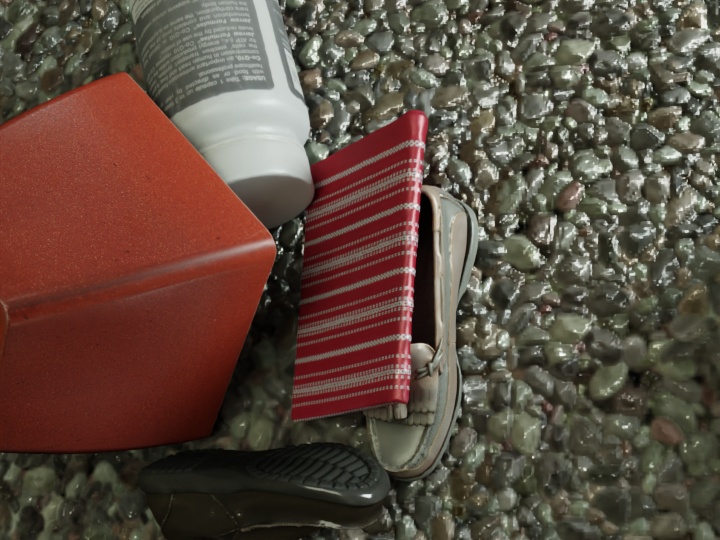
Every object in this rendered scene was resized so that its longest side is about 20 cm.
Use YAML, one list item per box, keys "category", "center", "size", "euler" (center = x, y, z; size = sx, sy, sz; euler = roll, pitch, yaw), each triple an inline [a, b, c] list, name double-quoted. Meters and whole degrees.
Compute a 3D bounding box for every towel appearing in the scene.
- category: "towel"
  center: [0.000, 0.000, 0.928]
  size: [0.145, 0.022, 0.201]
  euler: [-21, 61, 57]

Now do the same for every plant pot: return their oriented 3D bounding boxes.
- category: "plant pot"
  center: [-0.205, 0.010, 0.925]
  size: [0.200, 0.176, 0.200]
  euler: [47, 133, 27]

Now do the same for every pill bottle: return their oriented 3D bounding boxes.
- category: "pill bottle"
  center: [-0.102, -0.135, 1.003]
  size: [0.113, 0.113, 0.200]
  euler: [-22, 67, 17]

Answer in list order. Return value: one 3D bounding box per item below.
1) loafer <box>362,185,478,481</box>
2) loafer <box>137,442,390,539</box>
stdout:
- category: "loafer"
  center: [0.033, 0.040, 0.919]
  size: [0.072, 0.063, 0.200]
  euler: [4, 77, 26]
- category: "loafer"
  center: [-0.063, 0.162, 0.930]
  size: [0.200, 0.073, 0.072]
  euler: [-4, 101, 36]
